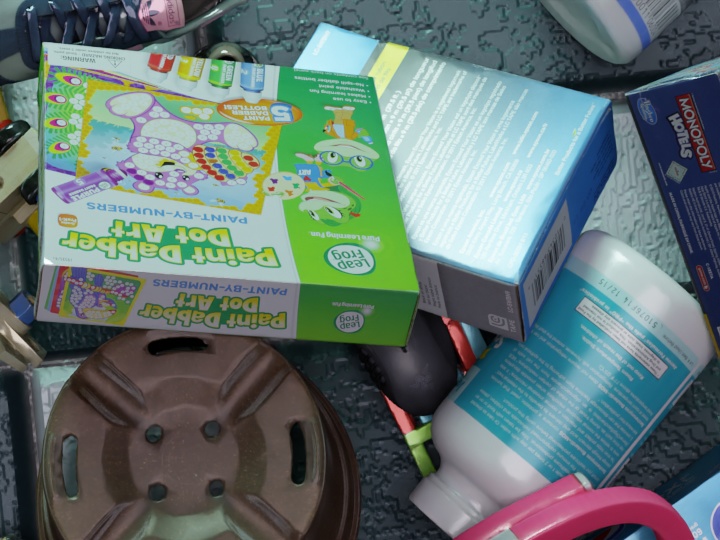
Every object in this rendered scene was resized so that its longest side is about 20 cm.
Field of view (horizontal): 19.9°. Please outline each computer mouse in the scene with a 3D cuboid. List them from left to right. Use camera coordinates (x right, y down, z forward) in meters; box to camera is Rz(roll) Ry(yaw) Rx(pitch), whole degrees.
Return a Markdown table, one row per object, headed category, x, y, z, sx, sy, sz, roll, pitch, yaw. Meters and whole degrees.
| category | x | y | z | sx | sy | sz | roll | pitch | yaw |
| --- | --- | --- | --- | --- | --- | --- | --- | --- | --- |
| computer mouse | 0.000 | 0.000 | 1.271 | 0.058 | 0.034 | 0.201 | -31 | 92 | -2 |

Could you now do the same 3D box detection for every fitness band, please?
| category | x | y | z | sx | sy | sz | roll | pitch | yaw |
| --- | --- | --- | --- | --- | --- | --- | --- | --- | --- |
| fitness band | 0.106 | 0.200 | 1.204 | 0.199 | 0.037 | 0.144 | -27 | 124 | -9 |

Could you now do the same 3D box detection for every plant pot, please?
| category | x | y | z | sx | sy | sz | roll | pitch | yaw |
| --- | --- | --- | --- | --- | --- | --- | --- | --- | --- |
| plant pot | -0.094 | 0.116 | 1.151 | 0.199 | 0.198 | 0.202 | 1 | 77 | -2 |

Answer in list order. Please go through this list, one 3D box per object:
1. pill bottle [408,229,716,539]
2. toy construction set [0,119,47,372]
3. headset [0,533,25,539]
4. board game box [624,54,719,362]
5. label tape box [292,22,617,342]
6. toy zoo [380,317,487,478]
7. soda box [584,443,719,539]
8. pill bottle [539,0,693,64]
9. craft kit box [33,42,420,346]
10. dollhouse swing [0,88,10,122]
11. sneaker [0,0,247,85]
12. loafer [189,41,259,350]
| category | x | y | z | sx | sy | sz | roll | pitch | yaw |
| --- | --- | --- | --- | --- | --- | --- | --- | --- | --- |
| pill bottle | 0.118 | 0.082 | 1.242 | 0.111 | 0.111 | 0.200 | 40 | 87 | -4 |
| toy construction set | -0.195 | -0.035 | 1.239 | 0.092 | 0.131 | 0.201 | 34 | 93 | 14 |
| headset | -0.254 | 0.253 | 1.236 | 0.093 | 0.124 | 0.201 | 13 | 69 | -5 |
| board game box | 0.247 | -0.060 | 1.247 | 0.061 | 0.200 | 0.201 | -11 | 111 | 31 |
| label tape box | 0.037 | -0.057 | 1.243 | 0.199 | 0.063 | 0.145 | 18 | 60 | 23 |
| toy zoo | 0.060 | 0.028 | 1.303 | 0.131 | 0.020 | 0.201 | -27 | 92 | -4 |
| soda box | 0.200 | 0.176 | 1.293 | 0.199 | 0.064 | 0.068 | -35 | 93 | -3 |
| pill bottle | 0.195 | -0.234 | 1.265 | 0.200 | 0.114 | 0.114 | -44 | 93 | -3 |
| craft kit box | -0.079 | -0.044 | 1.124 | 0.198 | 0.198 | 0.049 | 4 | 132 | -13 |
| dollhouse swing | -0.315 | -0.149 | 1.267 | 0.198 | 0.176 | 0.183 | -15 | 50 | -4 |
| sneaker | -0.151 | -0.156 | 1.206 | 0.199 | 0.082 | 0.071 | -31 | 123 | -39 |
| loafer | -0.090 | -0.042 | 1.269 | 0.071 | 0.063 | 0.202 | 0 | 91 | -4 |
